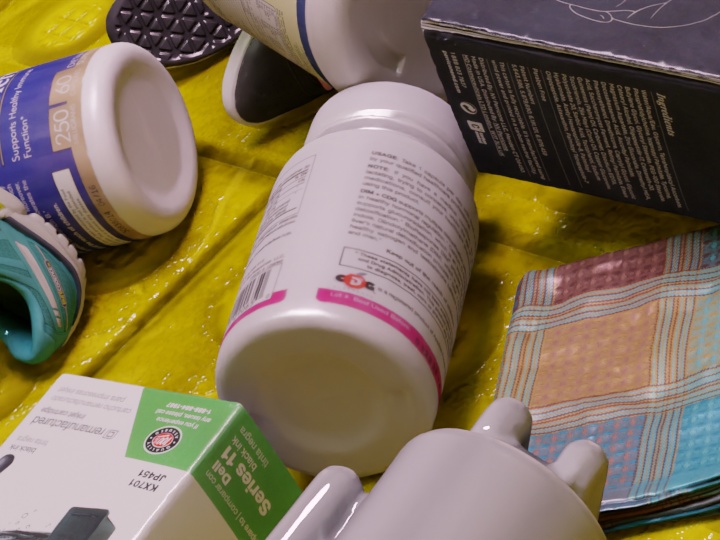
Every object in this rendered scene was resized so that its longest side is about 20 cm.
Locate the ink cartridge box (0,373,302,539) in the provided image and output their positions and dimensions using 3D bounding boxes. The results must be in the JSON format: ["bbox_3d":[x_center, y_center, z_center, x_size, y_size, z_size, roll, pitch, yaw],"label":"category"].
[{"bbox_3d":[-0.143,0.155,1.451,0.146,0.083,0.200,6,48,44],"label":"ink cartridge box"}]

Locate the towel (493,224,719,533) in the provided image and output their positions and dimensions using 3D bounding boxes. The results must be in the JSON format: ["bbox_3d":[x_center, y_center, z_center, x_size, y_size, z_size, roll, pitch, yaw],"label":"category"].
[{"bbox_3d":[0.129,0.053,1.430,0.146,0.022,0.201,-15,36,22],"label":"towel"}]

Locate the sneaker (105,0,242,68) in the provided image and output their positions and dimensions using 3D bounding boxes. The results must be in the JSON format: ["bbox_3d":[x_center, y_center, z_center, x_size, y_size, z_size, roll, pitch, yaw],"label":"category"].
[{"bbox_3d":[-0.079,-0.197,1.909,0.200,0.072,0.083,-36,9,-10],"label":"sneaker"}]

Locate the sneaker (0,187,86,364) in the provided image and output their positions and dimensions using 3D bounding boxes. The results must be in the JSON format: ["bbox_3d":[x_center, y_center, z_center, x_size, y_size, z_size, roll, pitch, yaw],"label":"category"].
[{"bbox_3d":[-0.240,-0.022,1.666,0.077,0.200,0.080,-40,23,39],"label":"sneaker"}]

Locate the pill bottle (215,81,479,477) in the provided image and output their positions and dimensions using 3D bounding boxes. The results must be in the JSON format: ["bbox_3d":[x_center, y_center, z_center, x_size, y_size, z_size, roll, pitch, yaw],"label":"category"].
[{"bbox_3d":[0.000,0.000,1.518,0.113,0.114,0.201,-13,37,25],"label":"pill bottle"}]

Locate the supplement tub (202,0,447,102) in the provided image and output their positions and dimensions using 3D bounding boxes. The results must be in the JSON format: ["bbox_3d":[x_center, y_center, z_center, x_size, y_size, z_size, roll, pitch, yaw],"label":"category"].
[{"bbox_3d":[-0.014,-0.186,1.645,0.145,0.145,0.200,-39,41,-14],"label":"supplement tub"}]

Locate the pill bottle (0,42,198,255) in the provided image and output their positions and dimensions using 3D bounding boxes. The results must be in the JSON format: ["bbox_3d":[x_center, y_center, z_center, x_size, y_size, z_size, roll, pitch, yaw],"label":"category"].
[{"bbox_3d":[-0.207,-0.058,1.760,0.199,0.116,0.116,-14,36,25],"label":"pill bottle"}]

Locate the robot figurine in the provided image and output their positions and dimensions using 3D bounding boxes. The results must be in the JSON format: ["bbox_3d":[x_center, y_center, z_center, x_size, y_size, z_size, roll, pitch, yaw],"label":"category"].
[{"bbox_3d":[0.035,0.150,1.288,0.169,0.113,0.200,27,58,20],"label":"robot figurine"}]

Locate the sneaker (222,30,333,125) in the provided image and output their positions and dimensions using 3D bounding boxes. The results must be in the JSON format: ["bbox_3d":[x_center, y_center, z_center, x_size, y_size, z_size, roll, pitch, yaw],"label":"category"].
[{"bbox_3d":[0.011,-0.145,1.744,0.200,0.071,0.099,-38,37,-7],"label":"sneaker"}]

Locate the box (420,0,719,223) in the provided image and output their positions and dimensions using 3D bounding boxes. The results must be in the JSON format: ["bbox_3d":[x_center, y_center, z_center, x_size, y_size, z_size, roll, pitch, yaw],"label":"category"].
[{"bbox_3d":[0.169,-0.142,1.491,0.196,0.124,0.201,13,58,30],"label":"box"}]
